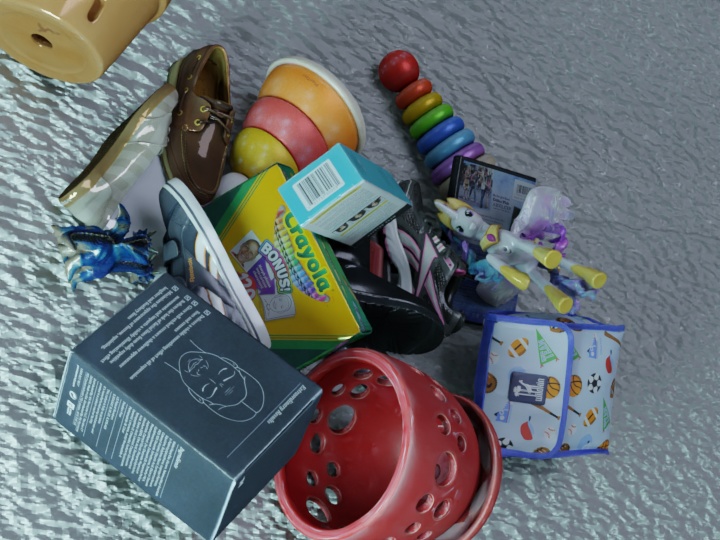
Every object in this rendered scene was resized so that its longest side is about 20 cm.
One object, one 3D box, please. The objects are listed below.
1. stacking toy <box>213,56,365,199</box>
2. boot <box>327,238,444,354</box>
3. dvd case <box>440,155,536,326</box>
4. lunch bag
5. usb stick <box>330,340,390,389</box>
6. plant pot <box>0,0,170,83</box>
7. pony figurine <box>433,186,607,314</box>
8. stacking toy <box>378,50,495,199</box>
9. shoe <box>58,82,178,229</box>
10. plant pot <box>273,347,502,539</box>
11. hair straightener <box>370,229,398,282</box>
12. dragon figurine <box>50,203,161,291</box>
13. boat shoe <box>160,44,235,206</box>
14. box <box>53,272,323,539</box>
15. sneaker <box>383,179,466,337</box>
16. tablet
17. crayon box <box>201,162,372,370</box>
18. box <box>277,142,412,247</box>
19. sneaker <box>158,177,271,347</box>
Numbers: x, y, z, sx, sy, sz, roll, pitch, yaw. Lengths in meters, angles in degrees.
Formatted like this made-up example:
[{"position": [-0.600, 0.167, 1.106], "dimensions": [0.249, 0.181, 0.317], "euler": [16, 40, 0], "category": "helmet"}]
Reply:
[{"position": [-0.102, -0.133, 1.702], "dimensions": [0.147, 0.146, 0.200], "euler": [50, 61, -11], "category": "stacking toy"}, {"position": [0.000, 0.001, 1.704], "dimensions": [0.196, 0.074, 0.164], "euler": [16, 41, -21], "category": "boot"}, {"position": [0.155, -0.032, 1.895], "dimensions": [0.142, 0.017, 0.203], "euler": [12, 86, -40], "category": "dvd case"}, {"position": [0.217, 0.137, 1.811], "dimensions": [0.198, 0.123, 0.172], "euler": [6, 92, -40], "category": "lunch bag"}, {"position": [0.014, 0.111, 1.724], "dimensions": [0.200, 0.032, 0.056], "euler": [43, 43, -20], "category": "usb stick"}, {"position": [-0.298, -0.287, 1.533], "dimensions": [0.199, 0.199, 0.141], "euler": [34, 65, -26], "category": "plant pot"}, {"position": [0.196, -0.022, 1.803], "dimensions": [0.192, 0.168, 0.200], "euler": [20, 11, -46], "category": "pony figurine"}, {"position": [0.088, -0.195, 1.941], "dimensions": [0.085, 0.085, 0.201], "euler": [-30, 85, -49], "category": "stacking toy"}, {"position": [-0.242, -0.120, 1.573], "dimensions": [0.053, 0.070, 0.201], "euler": [44, 52, -15], "category": "shoe"}, {"position": [0.035, 0.198, 1.580], "dimensions": [0.182, 0.199, 0.203], "euler": [21, 54, -44], "category": "plant pot"}, {"position": [0.019, -0.023, 1.812], "dimensions": [0.077, 0.040, 0.202], "euler": [51, 29, -51], "category": "hair straightener"}, {"position": [-0.244, -0.026, 1.465], "dimensions": [0.098, 0.200, 0.059], "euler": [-18, 76, -10], "category": "dragon figurine"}, {"position": [-0.175, -0.165, 1.656], "dimensions": [0.072, 0.067, 0.202], "euler": [24, 50, -36], "category": "boat shoe"}, {"position": [-0.163, 0.126, 1.423], "dimensions": [0.199, 0.108, 0.148], "euler": [36, 45, 13], "category": "box"}, {"position": [0.084, -0.011, 1.790], "dimensions": [0.080, 0.085, 0.203], "euler": [18, 63, -70], "category": "sneaker"}, {"position": [-0.183, -0.022, 1.617], "dimensions": [0.200, 0.014, 0.131], "euler": [47, 43, -15], "category": "tablet"}, {"position": [-0.086, 0.004, 1.586], "dimensions": [0.202, 0.118, 0.058], "euler": [63, 11, 7], "category": "crayon box"}, {"position": [-0.013, -0.076, 1.577], "dimensions": [0.049, 0.082, 0.200], "euler": [57, 10, 13], "category": "box"}, {"position": [-0.170, 0.006, 1.526], "dimensions": [0.079, 0.078, 0.201], "euler": [-27, 82, -14], "category": "sneaker"}]
